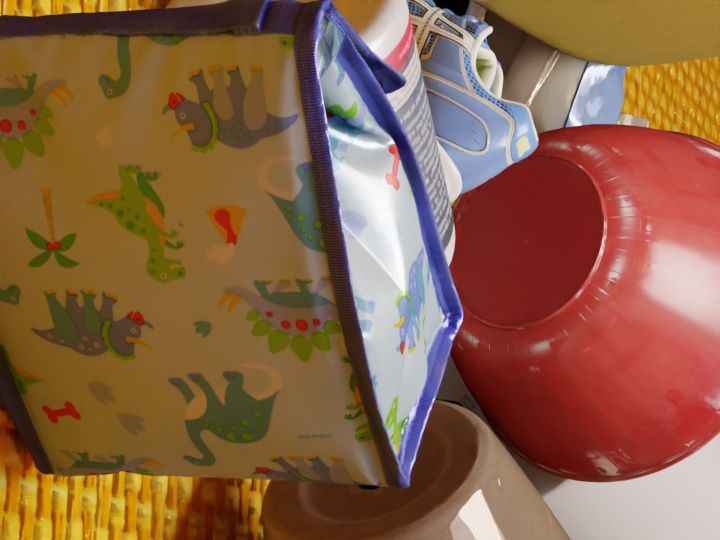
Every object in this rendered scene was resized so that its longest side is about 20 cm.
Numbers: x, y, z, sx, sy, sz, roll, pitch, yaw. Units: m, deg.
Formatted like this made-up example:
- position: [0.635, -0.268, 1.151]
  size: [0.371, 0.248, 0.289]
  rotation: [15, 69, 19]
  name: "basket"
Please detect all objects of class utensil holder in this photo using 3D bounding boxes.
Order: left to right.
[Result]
- position: [0.130, 0.114, 1.688]
  size: [0.200, 0.169, 0.171]
  rotation: [48, 44, -46]
  name: "utensil holder"

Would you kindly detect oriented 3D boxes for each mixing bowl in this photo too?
- position: [0.113, 0.001, 1.539]
  size: [0.108, 0.199, 0.201]
  rotation: [31, 59, -50]
  name: "mixing bowl"

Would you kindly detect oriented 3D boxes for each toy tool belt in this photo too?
- position: [0.114, -0.074, 1.684]
  size: [0.125, 0.122, 0.201]
  rotation: [57, 49, -86]
  name: "toy tool belt"

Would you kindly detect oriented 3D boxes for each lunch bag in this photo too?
- position: [-0.066, -0.021, 1.145]
  size: [0.128, 0.169, 0.201]
  rotation: [-72, 152, -43]
  name: "lunch bag"

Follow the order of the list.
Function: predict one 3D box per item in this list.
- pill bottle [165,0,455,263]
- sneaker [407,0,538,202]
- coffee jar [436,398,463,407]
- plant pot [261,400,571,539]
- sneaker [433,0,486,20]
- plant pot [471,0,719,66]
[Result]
- position: [-0.019, -0.037, 1.365]
  size: [0.120, 0.119, 0.201]
  rotation: [-67, 150, -50]
  name: "pill bottle"
- position: [0.030, -0.105, 1.502]
  size: [0.076, 0.077, 0.201]
  rotation: [74, -5, -47]
  name: "sneaker"
- position: [0.029, 0.173, 1.557]
  size: [0.104, 0.085, 0.201]
  rotation: [-44, 131, -57]
  name: "coffee jar"
- position: [0.030, 0.162, 1.378]
  size: [0.201, 0.199, 0.175]
  rotation: [-67, 142, -50]
  name: "plant pot"
- position: [0.048, -0.226, 1.577]
  size: [0.116, 0.073, 0.201]
  rotation: [-74, 158, -66]
  name: "sneaker"
- position: [0.185, -0.207, 1.575]
  size: [0.200, 0.194, 0.196]
  rotation: [36, 54, -56]
  name: "plant pot"
